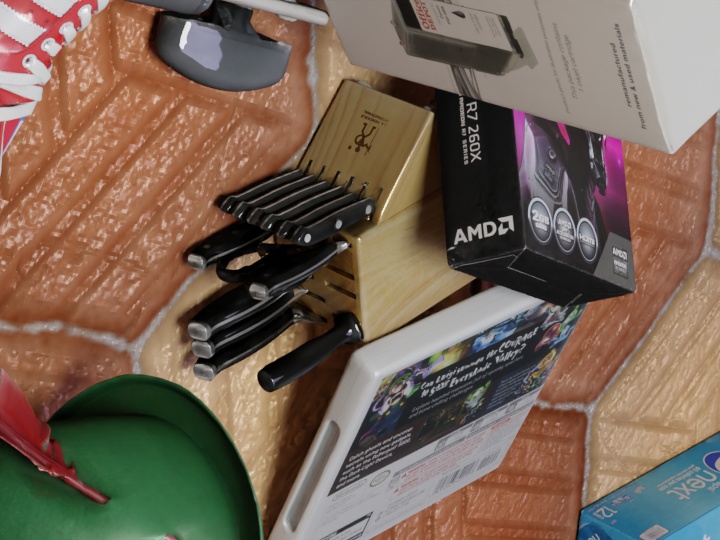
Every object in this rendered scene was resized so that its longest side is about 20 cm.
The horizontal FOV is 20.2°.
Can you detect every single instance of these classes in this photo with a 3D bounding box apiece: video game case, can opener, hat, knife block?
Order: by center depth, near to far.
[{"bbox_3d":[-0.163,0.106,0.860,0.166,0.200,0.176,-51,143,15],"label":"hat"},{"bbox_3d":[-0.093,-0.118,0.897,0.200,0.053,0.067,4,105,-50],"label":"can opener"},{"bbox_3d":[0.000,0.000,1.067,0.200,0.064,0.176,30,86,-53],"label":"knife block"},{"bbox_3d":[0.041,0.081,1.145,0.200,0.023,0.182,-23,148,-42],"label":"video game case"}]

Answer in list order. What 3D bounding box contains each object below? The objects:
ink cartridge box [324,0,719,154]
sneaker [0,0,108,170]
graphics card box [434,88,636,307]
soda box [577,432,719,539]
[{"bbox_3d":[0.096,-0.144,0.906,0.147,0.200,0.083,-42,130,-26],"label":"ink cartridge box"},{"bbox_3d":[-0.124,-0.093,0.781,0.200,0.071,0.113,-19,104,-2],"label":"sneaker"},{"bbox_3d":[0.088,-0.089,1.056,0.125,0.051,0.200,20,63,-54],"label":"graphics card box"},{"bbox_3d":[0.239,0.179,1.454,0.200,0.064,0.068,-21,124,-42],"label":"soda box"}]
